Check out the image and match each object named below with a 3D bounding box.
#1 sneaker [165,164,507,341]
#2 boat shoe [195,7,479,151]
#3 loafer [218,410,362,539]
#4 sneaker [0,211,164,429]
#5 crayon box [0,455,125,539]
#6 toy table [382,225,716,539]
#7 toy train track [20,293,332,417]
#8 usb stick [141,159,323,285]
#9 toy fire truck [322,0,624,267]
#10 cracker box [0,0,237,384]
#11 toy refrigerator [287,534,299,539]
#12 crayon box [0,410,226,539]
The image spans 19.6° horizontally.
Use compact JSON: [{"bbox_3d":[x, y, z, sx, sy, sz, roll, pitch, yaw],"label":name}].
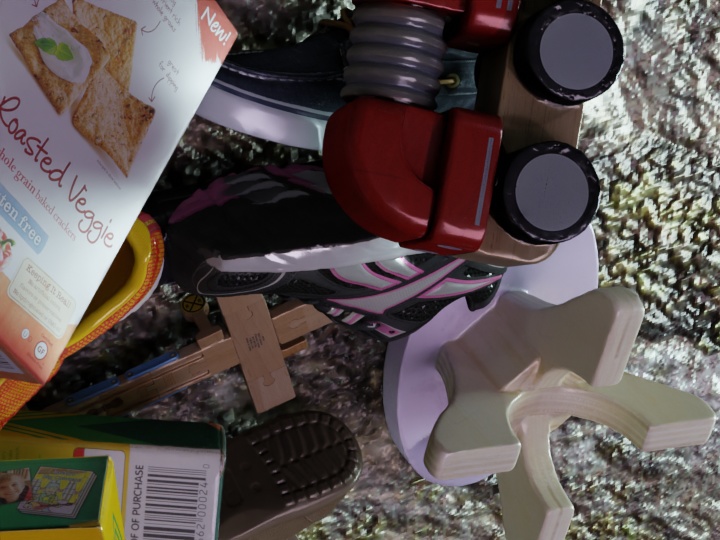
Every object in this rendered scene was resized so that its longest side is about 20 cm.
[{"bbox_3d":[0.000,0.000,1.039,0.200,0.080,0.086,-6,122,-26],"label":"sneaker"},{"bbox_3d":[0.005,-0.110,1.025,0.200,0.071,0.091,1,112,-36],"label":"boat shoe"},{"bbox_3d":[-0.093,0.138,1.123,0.200,0.076,0.067,-14,147,-14],"label":"loafer"},{"bbox_3d":[-0.177,0.037,0.962,0.200,0.073,0.077,-45,176,0],"label":"sneaker"},{"bbox_3d":[-0.205,0.172,0.965,0.200,0.058,0.173,-3,125,1],"label":"crayon box"},{"bbox_3d":[0.095,0.063,1.163,0.184,0.117,0.200,-15,129,-23],"label":"toy table"},{"bbox_3d":[-0.099,0.044,1.089,0.200,0.033,0.115,-24,140,-8],"label":"toy train track"},{"bbox_3d":[-0.023,-0.033,1.079,0.200,0.033,0.056,-13,134,-25],"label":"usb stick"},{"bbox_3d":[0.015,-0.104,0.936,0.200,0.129,0.176,11,87,-11],"label":"toy fire truck"},{"bbox_3d":[-0.143,-0.071,0.893,0.134,0.058,0.200,53,53,-44],"label":"cracker box"},{"bbox_3d":[-0.118,0.213,1.169,0.200,0.070,0.076,-29,139,-11],"label":"toy refrigerator"},{"bbox_3d":[-0.171,0.135,1.033,0.200,0.051,0.127,5,102,-5],"label":"crayon box"}]
